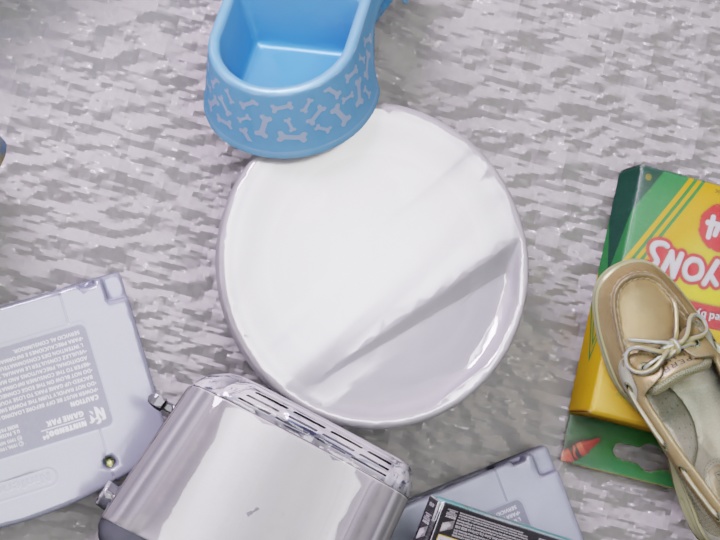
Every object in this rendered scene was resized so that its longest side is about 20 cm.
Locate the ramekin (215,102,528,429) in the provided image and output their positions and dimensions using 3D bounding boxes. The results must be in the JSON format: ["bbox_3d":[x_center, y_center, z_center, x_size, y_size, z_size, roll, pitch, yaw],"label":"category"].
[{"bbox_3d":[0.000,0.000,1.689,0.201,0.094,0.203,1,85,-12],"label":"ramekin"}]

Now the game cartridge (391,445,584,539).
[{"bbox_3d":[0.053,0.210,1.717,0.199,0.040,0.134,-21,87,-13],"label":"game cartridge"}]

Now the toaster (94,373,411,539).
[{"bbox_3d":[-0.055,0.149,1.628,0.199,0.114,0.130,28,82,-2],"label":"toaster"}]

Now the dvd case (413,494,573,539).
[{"bbox_3d":[0.068,0.251,1.649,0.146,0.022,0.201,19,91,-30],"label":"dvd case"}]

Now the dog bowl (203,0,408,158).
[{"bbox_3d":[-0.035,-0.161,1.664,0.111,0.050,0.201,7,52,14],"label":"dog bowl"}]

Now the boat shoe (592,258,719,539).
[{"bbox_3d":[0.210,0.085,1.693,0.073,0.063,0.201,-22,92,-13],"label":"boat shoe"}]

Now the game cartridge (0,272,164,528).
[{"bbox_3d":[-0.226,0.092,1.663,0.199,0.041,0.134,-16,86,-13],"label":"game cartridge"}]

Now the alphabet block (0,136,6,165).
[{"bbox_3d":[-0.342,-0.034,1.548,0.196,0.195,0.201,20,82,7],"label":"alphabet block"}]

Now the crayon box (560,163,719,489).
[{"bbox_3d":[0.215,0.043,1.756,0.126,0.051,0.201,13,84,-12],"label":"crayon box"}]
